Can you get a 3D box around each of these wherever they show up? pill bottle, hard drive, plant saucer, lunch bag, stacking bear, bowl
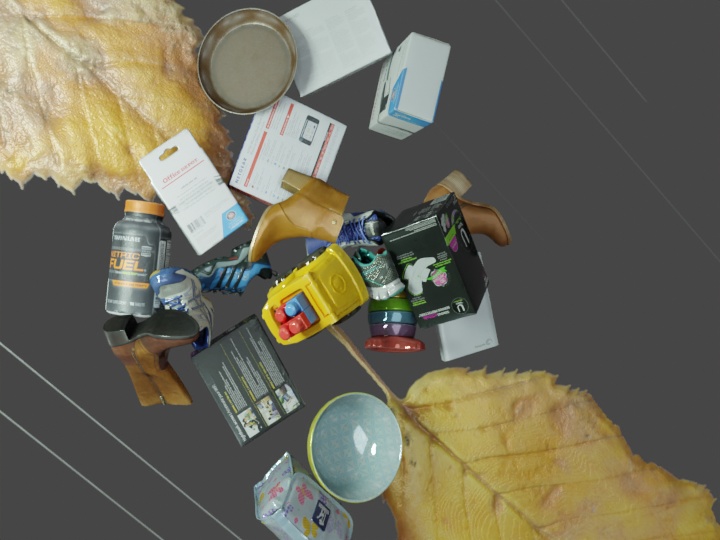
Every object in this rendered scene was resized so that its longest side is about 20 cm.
[{"bbox_3d":[-0.398,-0.023,1.280,0.103,0.106,0.207,5,89,-16],"label":"pill bottle"},{"bbox_3d":[0.213,0.075,1.498,0.128,0.027,0.206,-14,95,-15],"label":"hard drive"},{"bbox_3d":[-0.210,-0.390,1.332,0.194,0.032,0.207,-1,84,9],"label":"plant saucer"},{"bbox_3d":[-0.104,0.458,1.321,0.127,0.200,0.170,-44,101,-1],"label":"lunch bag"},{"bbox_3d":[0.066,0.057,1.415,0.118,0.114,0.206,3,80,-8],"label":"stacking bear"},{"bbox_3d":[-0.026,0.342,1.386,0.195,0.107,0.207,5,79,-25],"label":"bowl"}]

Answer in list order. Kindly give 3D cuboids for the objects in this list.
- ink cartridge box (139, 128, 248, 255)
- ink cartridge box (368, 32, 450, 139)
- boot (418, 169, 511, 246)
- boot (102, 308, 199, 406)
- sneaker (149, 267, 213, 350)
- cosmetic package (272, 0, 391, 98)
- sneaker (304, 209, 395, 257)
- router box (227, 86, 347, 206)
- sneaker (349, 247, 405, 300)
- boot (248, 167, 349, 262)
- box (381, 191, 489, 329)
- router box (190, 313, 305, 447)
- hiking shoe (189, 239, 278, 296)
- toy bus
[{"bbox_3d":[-0.311,-0.145,1.321,0.115,0.067,0.203,-35,101,-12],"label":"ink cartridge box"},{"bbox_3d":[0.089,-0.348,1.364,0.081,0.200,0.149,13,88,-13],"label":"ink cartridge box"},{"bbox_3d":[0.206,-0.087,1.465,0.155,0.077,0.201,-45,100,-12],"label":"boot"},{"bbox_3d":[-0.341,0.171,1.249,0.183,0.069,0.204,-7,125,10],"label":"boot"},{"bbox_3d":[-0.308,0.071,1.260,0.073,0.201,0.090,-16,57,7],"label":"sneaker"},{"bbox_3d":[-0.056,-0.447,1.363,0.196,0.052,0.154,-23,99,8],"label":"cosmetic package"},{"bbox_3d":[-0.012,-0.081,1.384,0.194,0.115,0.083,-14,94,-15],"label":"sneaker"},{"bbox_3d":[-0.142,-0.223,1.378,0.176,0.049,0.205,23,85,-15],"label":"router box"},{"bbox_3d":[0.000,0.000,1.355,0.077,0.196,0.094,-30,111,-44],"label":"sneaker"},{"bbox_3d":[-0.111,-0.080,1.318,0.141,0.071,0.205,26,77,-1],"label":"boot"},{"bbox_3d":[0.149,-0.020,1.361,0.122,0.149,0.204,-17,105,28],"label":"box"},{"bbox_3d":[-0.216,0.210,1.365,0.147,0.051,0.204,-30,99,-11],"label":"router box"},{"bbox_3d":[-0.256,0.016,1.337,0.196,0.074,0.089,-28,98,-14],"label":"hiking shoe"},{"bbox_3d":[-0.110,0.071,1.286,0.137,0.198,0.192,55,36,-7],"label":"toy bus"}]
